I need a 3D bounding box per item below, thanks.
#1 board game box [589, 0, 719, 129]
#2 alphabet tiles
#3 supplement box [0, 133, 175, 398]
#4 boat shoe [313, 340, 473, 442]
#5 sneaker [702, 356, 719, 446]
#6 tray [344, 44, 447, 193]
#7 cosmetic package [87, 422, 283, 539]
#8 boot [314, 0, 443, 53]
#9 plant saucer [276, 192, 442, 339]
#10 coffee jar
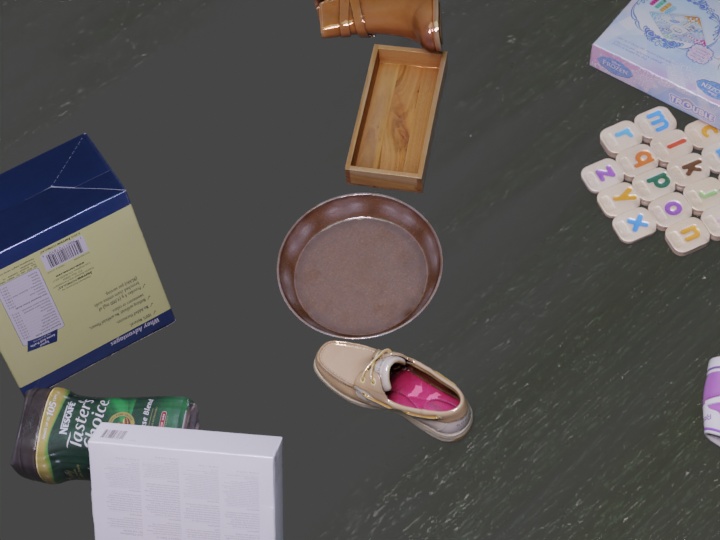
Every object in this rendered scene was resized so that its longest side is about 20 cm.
[{"bbox_3d":[0.429,-0.293,1.742,0.199,0.044,0.199,31,60,22],"label":"board game box"},{"bbox_3d":[0.377,-0.110,1.658,0.193,0.015,0.202,-23,59,-8],"label":"alphabet tiles"},{"bbox_3d":[-0.343,-0.004,1.534,0.198,0.202,0.134,-27,44,-14],"label":"supplement box"},{"bbox_3d":[0.036,0.120,1.517,0.198,0.070,0.074,21,63,17],"label":"boat shoe"},{"bbox_3d":[0.466,0.163,1.455,0.197,0.073,0.116,4,62,20],"label":"sneaker"},{"bbox_3d":[0.047,-0.195,1.730,0.097,0.037,0.203,7,60,9],"label":"tray"},{"bbox_3d":[-0.180,0.243,1.419,0.196,0.153,0.052,4,19,8],"label":"cosmetic package"},{"bbox_3d":[0.023,-0.328,1.764,0.153,0.078,0.201,-9,38,-7],"label":"boot"},{"bbox_3d":[0.000,0.000,1.616,0.197,0.035,0.203,-3,58,4],"label":"plant saucer"},{"bbox_3d":[-0.281,0.186,1.498,0.196,0.086,0.106,3,63,7],"label":"coffee jar"}]
